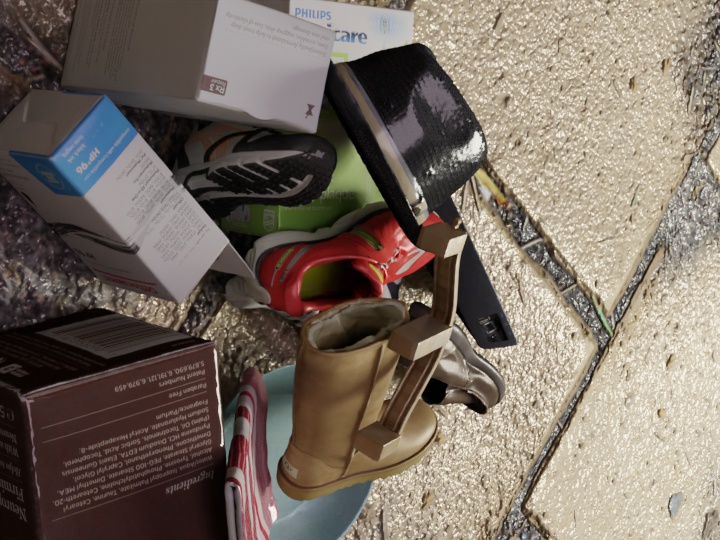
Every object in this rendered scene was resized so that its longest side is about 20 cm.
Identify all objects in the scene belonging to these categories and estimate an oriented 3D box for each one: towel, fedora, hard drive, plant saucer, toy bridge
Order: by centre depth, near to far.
[{"bbox_3d":[0.047,0.051,1.057,0.067,0.027,0.201,-18,130,-58],"label":"toy bridge"},{"bbox_3d":[0.039,-0.114,1.059,0.091,0.201,0.201,-30,122,1],"label":"fedora"},{"bbox_3d":[-0.086,0.182,1.077,0.023,0.200,0.145,-4,110,1],"label":"towel"},{"bbox_3d":[-0.073,0.175,1.220,0.200,0.039,0.202,-12,110,-34],"label":"plant saucer"},{"bbox_3d":[0.081,-0.023,1.278,0.042,0.135,0.200,-29,124,-1],"label":"hard drive"}]

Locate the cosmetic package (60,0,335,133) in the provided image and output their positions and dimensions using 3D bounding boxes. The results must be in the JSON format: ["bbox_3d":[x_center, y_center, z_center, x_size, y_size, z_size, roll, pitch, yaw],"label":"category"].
[{"bbox_3d":[-0.126,-0.158,1.013,0.113,0.200,0.081,11,90,-43],"label":"cosmetic package"}]

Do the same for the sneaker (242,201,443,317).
[{"bbox_3d":[0.000,0.000,1.124,0.200,0.085,0.077,-19,123,-33],"label":"sneaker"}]

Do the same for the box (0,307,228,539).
[{"bbox_3d":[-0.210,0.150,1.014,0.164,0.166,0.201,-14,107,-40],"label":"box"}]

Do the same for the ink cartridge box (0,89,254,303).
[{"bbox_3d":[-0.183,-0.043,1.037,0.068,0.116,0.200,-53,127,-21],"label":"ink cartridge box"}]

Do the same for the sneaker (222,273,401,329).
[{"bbox_3d":[-0.034,0.047,1.214,0.199,0.079,0.130,-13,98,-51],"label":"sneaker"}]

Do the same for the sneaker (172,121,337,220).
[{"bbox_3d":[-0.089,-0.093,1.065,0.074,0.200,0.080,31,68,-36],"label":"sneaker"}]

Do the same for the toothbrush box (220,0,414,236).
[{"bbox_3d":[-0.037,-0.131,1.178,0.145,0.086,0.201,-2,97,-42],"label":"toothbrush box"}]

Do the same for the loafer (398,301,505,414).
[{"bbox_3d":[0.079,0.098,1.323,0.071,0.073,0.200,-54,143,-9],"label":"loafer"}]

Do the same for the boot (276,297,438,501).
[{"bbox_3d":[0.013,0.100,1.138,0.175,0.066,0.200,-24,145,-33],"label":"boot"}]
